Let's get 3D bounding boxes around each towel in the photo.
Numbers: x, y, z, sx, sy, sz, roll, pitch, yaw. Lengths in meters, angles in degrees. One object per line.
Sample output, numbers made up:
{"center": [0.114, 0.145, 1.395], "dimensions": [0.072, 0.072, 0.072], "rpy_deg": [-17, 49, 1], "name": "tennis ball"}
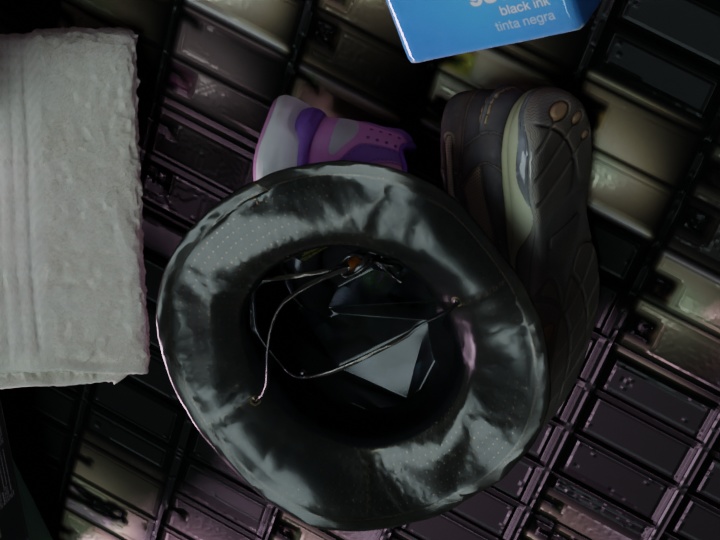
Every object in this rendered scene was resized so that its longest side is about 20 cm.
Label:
{"center": [-0.183, -0.033, 1.078], "dimensions": [0.132, 0.034, 0.201], "rpy_deg": [-2, 99, -10], "name": "towel"}

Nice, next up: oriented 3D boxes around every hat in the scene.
{"center": [-0.002, 0.028, 0.989], "dimensions": [0.200, 0.081, 0.201], "rpy_deg": [1, 113, 3], "name": "hat"}

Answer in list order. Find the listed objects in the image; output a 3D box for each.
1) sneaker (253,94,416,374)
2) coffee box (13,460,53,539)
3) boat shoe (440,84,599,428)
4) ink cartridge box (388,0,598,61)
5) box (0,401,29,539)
{"center": [0.000, 0.000, 1.056], "dimensions": [0.088, 0.081, 0.201], "rpy_deg": [1, 127, 11], "name": "sneaker"}
{"center": [-0.316, 0.162, 1.371], "dimensions": [0.199, 0.044, 0.123], "rpy_deg": [-3, 120, 31], "name": "coffee box"}
{"center": [0.076, -0.007, 1.015], "dimensions": [0.073, 0.074, 0.201], "rpy_deg": [18, 124, 32], "name": "boat shoe"}
{"center": [0.045, -0.211, 0.811], "dimensions": [0.084, 0.145, 0.200], "rpy_deg": [-7, 119, 32], "name": "ink cartridge box"}
{"center": [-0.307, 0.156, 1.276], "dimensions": [0.163, 0.086, 0.201], "rpy_deg": [10, 124, 23], "name": "box"}
